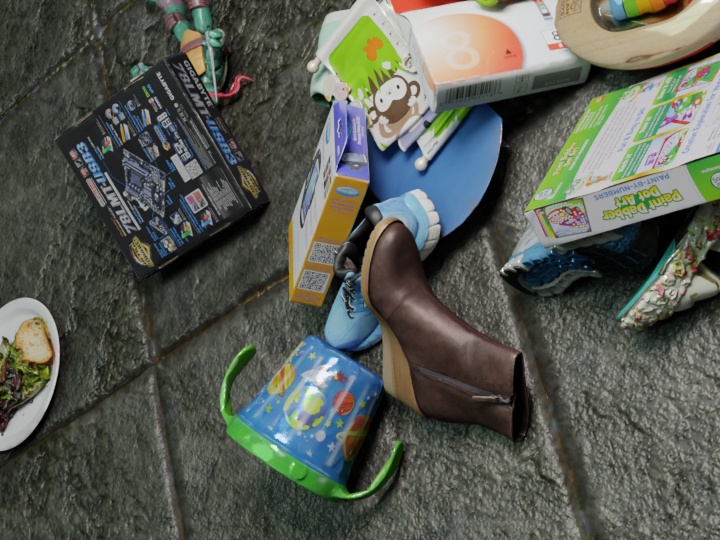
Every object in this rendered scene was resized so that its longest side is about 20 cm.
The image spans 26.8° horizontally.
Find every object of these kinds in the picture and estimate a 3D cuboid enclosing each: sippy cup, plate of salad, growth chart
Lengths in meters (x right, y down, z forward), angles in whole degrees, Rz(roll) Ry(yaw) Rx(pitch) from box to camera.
[{"bbox_3d":[-0.046,0.142,1.513,0.131,0.177,0.140,-58,18,-4],"label":"sippy cup"},{"bbox_3d":[-0.458,0.131,1.947,0.199,0.048,0.202,-14,68,39],"label":"plate of salad"},{"bbox_3d":[0.034,-0.196,1.537,0.200,0.018,0.145,46,117,27],"label":"growth chart"}]

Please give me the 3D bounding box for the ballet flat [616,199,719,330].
[{"bbox_3d":[0.295,-0.019,1.290,0.064,0.076,0.201,34,109,9],"label":"ballet flat"}]

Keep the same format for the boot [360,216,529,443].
[{"bbox_3d":[0.086,0.054,1.414,0.166,0.072,0.202,15,122,40],"label":"boot"}]

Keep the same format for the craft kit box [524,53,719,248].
[{"bbox_3d":[0.259,-0.111,1.287,0.196,0.049,0.200,-14,27,37],"label":"craft kit box"}]

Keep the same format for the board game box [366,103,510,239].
[{"bbox_3d":[0.081,-0.120,1.540,0.159,0.039,0.200,-58,44,21],"label":"board game box"}]

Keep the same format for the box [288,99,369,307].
[{"bbox_3d":[-0.031,-0.075,1.545,0.120,0.041,0.201,-93,21,-47],"label":"box"}]

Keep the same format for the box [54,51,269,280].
[{"bbox_3d":[-0.232,-0.118,1.750,0.198,0.050,0.201,-30,92,33],"label":"box"}]

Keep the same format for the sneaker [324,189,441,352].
[{"bbox_3d":[0.000,0.000,1.516,0.079,0.089,0.201,54,133,36],"label":"sneaker"}]

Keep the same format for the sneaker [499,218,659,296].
[{"bbox_3d":[0.198,-0.038,1.358,0.200,0.075,0.087,-16,51,59],"label":"sneaker"}]

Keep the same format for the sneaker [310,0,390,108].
[{"bbox_3d":[0.023,-0.223,1.597,0.200,0.073,0.119,-6,66,51],"label":"sneaker"}]

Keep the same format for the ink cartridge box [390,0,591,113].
[{"bbox_3d":[0.119,-0.256,1.475,0.050,0.161,0.201,96,160,-60],"label":"ink cartridge box"}]

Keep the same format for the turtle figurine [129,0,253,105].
[{"bbox_3d":[-0.204,-0.262,1.804,0.149,0.100,0.201,-24,65,28],"label":"turtle figurine"}]

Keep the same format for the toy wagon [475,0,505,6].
[{"bbox_3d":[0.145,-0.313,1.484,0.199,0.040,0.155,20,50,23],"label":"toy wagon"}]

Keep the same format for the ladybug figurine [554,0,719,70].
[{"bbox_3d":[0.269,-0.244,1.375,0.199,0.072,0.137,-6,71,38],"label":"ladybug figurine"}]
